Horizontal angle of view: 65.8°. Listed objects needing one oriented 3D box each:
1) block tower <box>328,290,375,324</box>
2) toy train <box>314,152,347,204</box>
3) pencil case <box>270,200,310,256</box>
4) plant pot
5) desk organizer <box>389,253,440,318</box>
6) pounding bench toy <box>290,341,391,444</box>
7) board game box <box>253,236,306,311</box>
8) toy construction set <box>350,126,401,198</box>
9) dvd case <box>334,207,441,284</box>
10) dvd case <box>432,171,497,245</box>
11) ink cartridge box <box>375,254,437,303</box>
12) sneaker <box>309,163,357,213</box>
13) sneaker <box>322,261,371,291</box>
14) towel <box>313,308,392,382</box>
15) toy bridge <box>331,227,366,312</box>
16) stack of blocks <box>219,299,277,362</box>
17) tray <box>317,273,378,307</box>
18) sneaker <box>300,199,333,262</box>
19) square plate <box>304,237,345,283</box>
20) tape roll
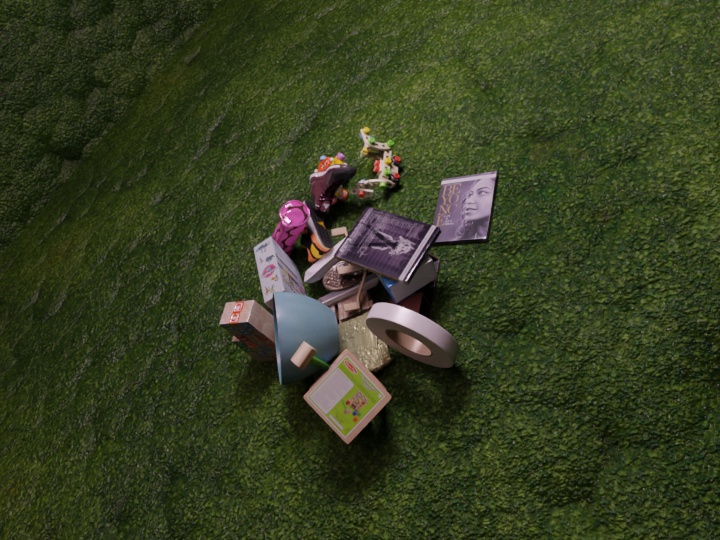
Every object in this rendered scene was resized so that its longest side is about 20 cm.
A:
[{"bbox_3d":[-0.050,0.115,1.343,0.198,0.054,0.058,-24,49,16],"label":"block tower"},{"bbox_3d":[-0.084,-0.262,1.649,0.150,0.055,0.203,-30,51,49],"label":"toy train"},{"bbox_3d":[-0.203,-0.104,1.516,0.093,0.200,0.091,-35,78,-34],"label":"pencil case"},{"bbox_3d":[-0.120,0.143,1.228,0.132,0.202,0.202,-5,47,-11],"label":"plant pot"},{"bbox_3d":[0.123,0.041,1.273,0.076,0.072,0.203,-3,57,28],"label":"desk organizer"},{"bbox_3d":[-0.052,0.225,1.145,0.124,0.156,0.200,-45,88,-5],"label":"pounding bench toy"},{"bbox_3d":[-0.200,0.034,1.436,0.064,0.148,0.201,-30,46,8],"label":"board game box"},{"bbox_3d":[0.042,-0.287,1.532,0.092,0.129,0.203,146,139,-63],"label":"toy construction set"},{"bbox_3d":[0.057,-0.059,1.217,0.198,0.016,0.150,20,64,34],"label":"dvd case"},{"bbox_3d":[0.254,-0.154,1.369,0.147,0.016,0.203,-3,56,32],"label":"dvd case"},{"bbox_3d":[0.074,-0.039,1.261,0.115,0.068,0.201,-31,49,-2],"label":"ink cartridge box"},{"bbox_3d":[-0.076,-0.216,1.517,0.199,0.075,0.118,-6,78,58],"label":"sneaker"},{"bbox_3d":[0.000,0.000,1.362,0.198,0.076,0.071,-31,70,-10],"label":"sneaker"},{"bbox_3d":[-0.029,0.187,1.275,0.198,0.036,0.150,-26,57,17],"label":"towel"},{"bbox_3d":[-0.020,-0.002,1.297,0.066,0.027,0.203,-11,81,3],"label":"toy bridge"},{"bbox_3d":[-0.252,0.150,1.346,0.113,0.200,0.059,-8,54,27],"label":"stack of blocks"},{"bbox_3d":[-0.029,0.052,1.369,0.198,0.022,0.107,-26,5,15],"label":"tray"},{"bbox_3d":[-0.144,-0.112,1.555,0.090,0.069,0.202,-44,47,23],"label":"sneaker"},{"bbox_3d":[-0.060,-0.040,1.420,0.197,0.029,0.200,-39,9,1],"label":"square plate"},{"bbox_3d":[0.104,0.133,1.128,0.201,0.203,0.037,14,66,39],"label":"tape roll"}]
